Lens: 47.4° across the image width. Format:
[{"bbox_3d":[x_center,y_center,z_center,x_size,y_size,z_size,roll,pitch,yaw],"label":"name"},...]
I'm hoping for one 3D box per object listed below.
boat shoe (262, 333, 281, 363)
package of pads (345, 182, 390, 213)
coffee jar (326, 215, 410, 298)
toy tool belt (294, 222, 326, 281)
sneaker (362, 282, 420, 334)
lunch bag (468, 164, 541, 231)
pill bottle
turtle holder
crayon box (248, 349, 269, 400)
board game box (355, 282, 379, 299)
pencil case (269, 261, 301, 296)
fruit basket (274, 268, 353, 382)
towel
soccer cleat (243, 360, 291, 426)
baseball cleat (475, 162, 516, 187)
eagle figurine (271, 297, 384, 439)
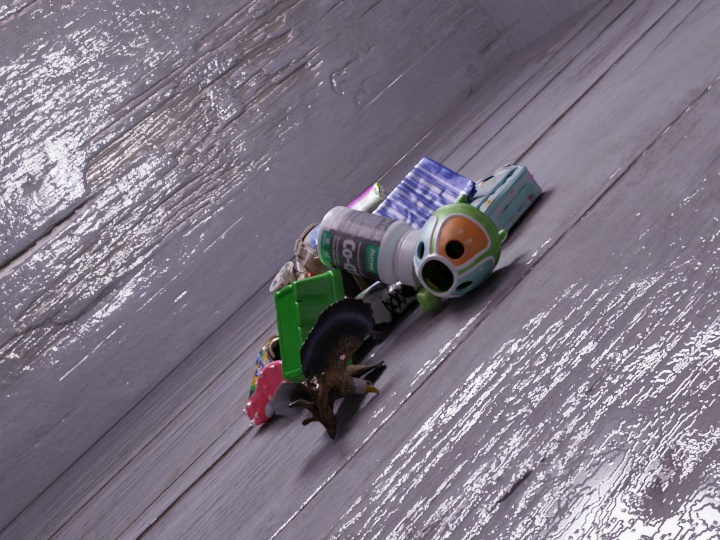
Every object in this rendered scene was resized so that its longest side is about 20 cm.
[{"bbox_3d":[-0.151,0.157,1.623,0.075,0.066,0.199,-58,28,-12],"label":"boat shoe"},{"bbox_3d":[0.049,-0.088,1.859,0.153,0.199,0.069,-36,38,19],"label":"package of pads"},{"bbox_3d":[0.027,-0.027,1.597,0.198,0.086,0.104,-33,10,-6],"label":"coffee jar"},{"bbox_3d":[-0.071,-0.037,1.694,0.123,0.124,0.201,-46,13,25],"label":"toy tool belt"},{"bbox_3d":[0.075,0.037,1.552,0.200,0.076,0.087,-47,12,-31],"label":"sneaker"},{"bbox_3d":[0.245,-0.113,1.546,0.200,0.077,0.160,-48,11,-30],"label":"lunch bag"},{"bbox_3d":[0.029,-0.041,1.463,0.197,0.115,0.113,15,44,31],"label":"pill bottle"},{"bbox_3d":[0.141,-0.021,1.350,0.184,0.142,0.132,-23,19,47],"label":"turtle holder"},{"bbox_3d":[-0.145,0.188,1.708,0.199,0.051,0.127,-35,31,30],"label":"crayon box"},{"bbox_3d":[0.005,0.024,1.707,0.134,0.034,0.199,-45,27,-7],"label":"board game box"},{"bbox_3d":[-0.108,0.072,1.751,0.089,0.200,0.078,-17,33,56],"label":"pencil case"},{"bbox_3d":[-0.052,0.111,1.514,0.216,0.217,0.155,-46,11,-33],"label":"fruit basket"},{"bbox_3d":[0.111,-0.121,1.553,0.200,0.144,0.024,-47,-33,-14],"label":"towel"},{"bbox_3d":[-0.165,0.227,1.578,0.076,0.067,0.201,-28,-22,-45],"label":"soccer cleat"},{"bbox_3d":[0.272,-0.169,1.778,0.198,0.071,0.106,-21,13,39],"label":"baseball cleat"},{"bbox_3d":[-0.037,0.163,1.300,0.152,0.150,0.202,-46,15,34],"label":"eagle figurine"}]
